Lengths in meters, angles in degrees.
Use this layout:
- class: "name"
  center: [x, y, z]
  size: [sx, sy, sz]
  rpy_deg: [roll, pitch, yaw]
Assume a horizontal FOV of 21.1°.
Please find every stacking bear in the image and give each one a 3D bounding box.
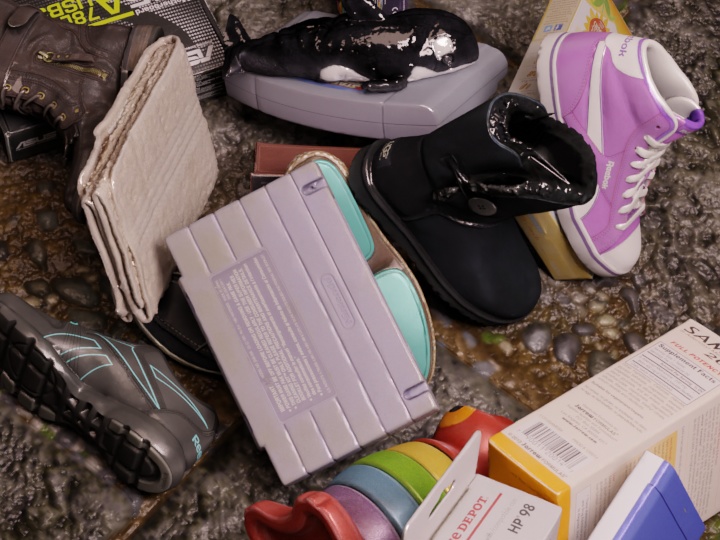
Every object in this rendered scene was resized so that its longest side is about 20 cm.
- class: "stacking bear"
  center: [0.040, 0.163, 1.349]
  size: [0.200, 0.121, 0.114]
  rpy_deg: [-30, 95, -32]

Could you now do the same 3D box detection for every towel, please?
- class: "towel"
  center: [-0.156, -0.068, 1.437]
  size: [0.034, 0.133, 0.200]
  rpy_deg: [0, 38, 17]

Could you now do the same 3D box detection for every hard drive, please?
- class: "hard drive"
  center: [0.156, 0.228, 1.271]
  size: [0.025, 0.132, 0.200]
  rpy_deg: [28, 76, 30]

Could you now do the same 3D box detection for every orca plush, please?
- class: "orca plush"
  center: [-0.011, -0.192, 1.491]
  size: [0.199, 0.071, 0.105]
  rpy_deg: [8, 33, 19]

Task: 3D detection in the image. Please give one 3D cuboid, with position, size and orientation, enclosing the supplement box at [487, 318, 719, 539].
- class: "supplement box"
  center: [0.181, 0.136, 1.342]
  size: [0.200, 0.126, 0.073]
  rpy_deg: [-26, 44, -30]

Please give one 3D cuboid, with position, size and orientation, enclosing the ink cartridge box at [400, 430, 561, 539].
- class: "ink cartridge box"
  center: [0.072, 0.217, 1.244]
  size: [0.067, 0.201, 0.116]
  rpy_deg: [20, 40, 20]

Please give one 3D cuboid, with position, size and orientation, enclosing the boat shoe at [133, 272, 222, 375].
- class: "boat shoe"
  center: [-0.081, 0.050, 1.434]
  size: [0.200, 0.062, 0.075]
  rpy_deg: [27, 62, 13]

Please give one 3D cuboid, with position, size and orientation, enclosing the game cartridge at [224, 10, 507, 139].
- class: "game cartridge"
  center: [-0.001, -0.153, 1.529]
  size: [0.199, 0.042, 0.133]
  rpy_deg: [15, 32, 28]

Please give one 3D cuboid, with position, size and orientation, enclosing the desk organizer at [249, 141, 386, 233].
- class: "desk organizer"
  center: [0.013, -0.080, 1.518]
  size: [0.199, 0.072, 0.077]
  rpy_deg: [2, 56, -4]

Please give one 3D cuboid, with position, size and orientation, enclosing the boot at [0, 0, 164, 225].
- class: "boot"
  center: [-0.252, -0.129, 1.488]
  size: [0.173, 0.069, 0.200]
  rpy_deg: [9, 56, 7]

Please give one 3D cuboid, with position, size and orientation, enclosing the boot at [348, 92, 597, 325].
- class: "boot"
  center: [0.109, -0.039, 1.398]
  size: [0.200, 0.168, 0.077]
  rpy_deg: [43, 56, -27]

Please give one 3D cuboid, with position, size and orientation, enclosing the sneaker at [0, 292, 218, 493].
- class: "sneaker"
  center: [-0.192, 0.080, 1.410]
  size: [0.200, 0.075, 0.079]
  rpy_deg: [39, 49, 11]

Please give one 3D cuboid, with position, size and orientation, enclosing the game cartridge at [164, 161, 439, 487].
- class: "game cartridge"
  center: [-0.044, 0.039, 1.378]
  size: [0.129, 0.038, 0.200]
  rpy_deg: [-27, 80, 7]

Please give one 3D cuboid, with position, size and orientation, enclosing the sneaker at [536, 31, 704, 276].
- class: "sneaker"
  center: [0.202, -0.080, 1.430]
  size: [0.114, 0.201, 0.073]
  rpy_deg: [4, 35, 34]

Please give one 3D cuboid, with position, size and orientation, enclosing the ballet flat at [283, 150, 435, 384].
- class: "ballet flat"
  center: [0.000, 0.000, 1.452]
  size: [0.070, 0.065, 0.201]
  rpy_deg: [-23, 100, -5]

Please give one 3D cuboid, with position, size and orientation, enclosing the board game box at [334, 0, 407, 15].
- class: "board game box"
  center: [-0.008, -0.324, 1.566]
  size: [0.056, 0.200, 0.166]
  rpy_deg: [-9, 39, -8]

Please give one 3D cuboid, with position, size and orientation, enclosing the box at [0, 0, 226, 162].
- class: "box"
  center: [-0.228, -0.202, 1.586]
  size: [0.199, 0.048, 0.193]
  rpy_deg: [-19, 60, -15]

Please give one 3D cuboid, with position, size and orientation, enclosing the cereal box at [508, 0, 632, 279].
- class: "cereal box"
  center: [0.169, -0.113, 1.515]
  size: [0.039, 0.144, 0.200]
  rpy_deg: [-2, 49, 38]
